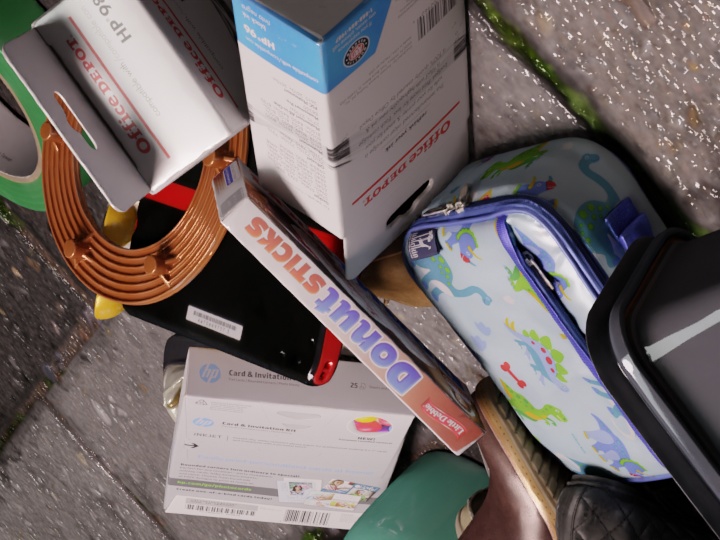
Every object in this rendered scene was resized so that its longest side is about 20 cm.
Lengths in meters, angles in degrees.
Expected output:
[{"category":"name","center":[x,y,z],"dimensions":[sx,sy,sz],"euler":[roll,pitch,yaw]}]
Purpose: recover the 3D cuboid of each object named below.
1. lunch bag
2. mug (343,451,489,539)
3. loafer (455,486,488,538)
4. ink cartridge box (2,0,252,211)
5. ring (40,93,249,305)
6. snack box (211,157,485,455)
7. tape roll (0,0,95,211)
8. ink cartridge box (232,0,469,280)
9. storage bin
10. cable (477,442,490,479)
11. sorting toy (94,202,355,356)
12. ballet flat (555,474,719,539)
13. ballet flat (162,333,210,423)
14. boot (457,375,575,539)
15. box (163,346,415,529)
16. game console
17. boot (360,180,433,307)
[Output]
[{"category":"lunch bag","center":[0.126,0.025,1.464],"dimensions":[0.200,0.082,0.161],"euler":[54,151,-16]},{"category":"mug","center":[0.069,0.223,1.794],"dimensions":[0.185,0.114,0.152],"euler":[27,148,37]},{"category":"loafer","center":[0.141,0.176,1.669],"dimensions":[0.200,0.075,0.069],"euler":[26,118,41]},{"category":"ink cartridge box","center":[-0.104,-0.121,1.469],"dimensions":[0.067,0.200,0.116],"euler":[-33,96,27]},{"category":"ring","center":[-0.142,-0.079,1.651],"dimensions":[0.200,0.019,0.201],"euler":[-6,82,46]},{"category":"snack box","center":[-0.007,0.021,1.494],"dimensions":[0.200,0.024,0.072],"euler":[45,-172,-20]},{"category":"tape roll","center":[-0.263,-0.136,1.877],"dimensions":[0.200,0.048,0.201],"euler":[37,153,22]},{"category":"ink cartridge box","center":[-0.001,-0.102,1.434],"dimensions":[0.068,0.116,0.200],"euler":[33,151,26]},{"category":"storage bin","center":[0.233,0.051,1.292],"dimensions":[0.134,0.146,0.200],"euler":[-28,104,36]},{"category":"cable","center":[0.092,0.150,1.626],"dimensions":[0.097,0.050,0.201],"euler":[24,106,34]},{"category":"sorting toy","center":[-0.077,-0.004,1.751],"dimensions":[0.179,0.107,0.200],"euler":[23,151,6]},{"category":"ballet flat","center":[0.182,0.173,1.541],"dimensions":[0.200,0.057,0.066],"euler":[27,163,-35]},{"category":"ballet flat","center":[-0.104,0.087,1.924],"dimensions":[0.200,0.073,0.073],"euler":[6,133,55]},{"category":"boot","center":[0.070,0.177,1.581],"dimensions":[0.166,0.072,0.201],"euler":[-27,96,26]},{"category":"box","center":[-0.052,0.119,1.820],"dimensions":[0.155,0.041,0.200],"euler":[5,153,-5]},{"category":"game console","center":[-0.065,-0.037,1.603],"dimensions":[0.200,0.031,0.178],"euler":[19,100,46]},{"category":"boot","center":[0.000,0.000,1.614],"dimensions":[0.200,0.074,0.075],"euler":[-13,129,46]}]
